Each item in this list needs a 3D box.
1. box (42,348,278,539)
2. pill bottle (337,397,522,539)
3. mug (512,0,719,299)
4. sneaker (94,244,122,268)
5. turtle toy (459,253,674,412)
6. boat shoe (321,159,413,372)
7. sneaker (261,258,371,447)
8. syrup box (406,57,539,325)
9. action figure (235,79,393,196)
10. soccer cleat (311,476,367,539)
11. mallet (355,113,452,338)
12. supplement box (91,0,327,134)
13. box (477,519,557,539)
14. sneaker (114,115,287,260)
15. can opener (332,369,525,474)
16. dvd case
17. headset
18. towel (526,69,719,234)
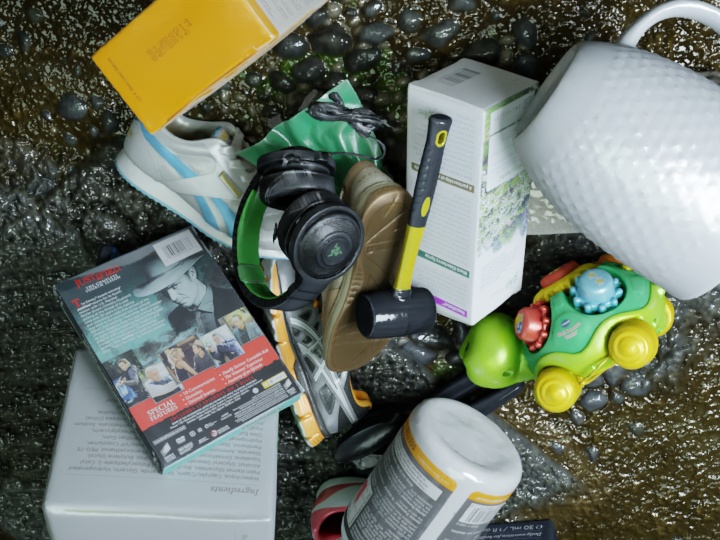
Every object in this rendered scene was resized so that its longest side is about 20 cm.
[{"bbox_3d":[-0.177,0.202,1.004,0.199,0.172,0.200,4,139,-4],"label":"box"},{"bbox_3d":[0.052,0.225,0.984,0.116,0.116,0.201,30,113,-5],"label":"pill bottle"},{"bbox_3d":[0.224,-0.108,0.802,0.175,0.148,0.201,32,87,-4],"label":"mug"},{"bbox_3d":[-0.233,0.065,1.059,0.078,0.066,0.201,6,119,-4],"label":"sneaker"},{"bbox_3d":[0.179,0.054,0.934,0.200,0.146,0.101,-34,86,25],"label":"turtle toy"},{"bbox_3d":[0.000,0.000,0.927,0.071,0.065,0.201,-7,129,-30],"label":"boat shoe"},{"bbox_3d":[-0.047,0.067,1.020,0.077,0.078,0.201,-18,111,-7],"label":"sneaker"},{"bbox_3d":[0.090,-0.064,0.891,0.081,0.079,0.201,25,130,34],"label":"syrup box"},{"bbox_3d":[-0.003,-0.064,0.947,0.118,0.055,0.200,-28,115,21],"label":"action figure"},{"bbox_3d":[0.046,0.246,1.085,0.199,0.073,0.069,-7,114,15],"label":"soccer cleat"},{"bbox_3d":[0.052,-0.031,0.864,0.066,0.041,0.201,2,121,-31],"label":"mallet"},{"bbox_3d":[-0.102,-0.192,0.817,0.126,0.200,0.074,-32,103,25],"label":"supplement box"},{"bbox_3d":[0.103,0.364,1.064,0.199,0.197,0.125,-8,115,15],"label":"box"},{"bbox_3d":[-0.118,-0.080,0.950,0.199,0.077,0.081,29,119,-6],"label":"sneaker"},{"bbox_3d":[0.069,0.145,1.038,0.199,0.079,0.064,-26,102,12],"label":"can opener"},{"bbox_3d":[-0.164,0.065,0.955,0.200,0.146,0.022,54,151,17],"label":"dvd case"},{"bbox_3d":[-0.052,-0.055,0.845,0.094,0.124,0.200,10,134,-40],"label":"headset"},{"bbox_3d":[0.211,-0.097,0.899,0.199,0.035,0.133,-1,115,13],"label":"towel"}]
